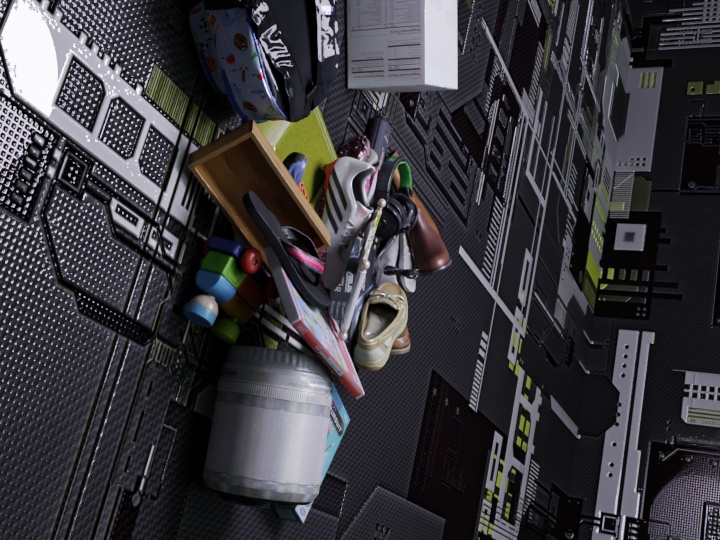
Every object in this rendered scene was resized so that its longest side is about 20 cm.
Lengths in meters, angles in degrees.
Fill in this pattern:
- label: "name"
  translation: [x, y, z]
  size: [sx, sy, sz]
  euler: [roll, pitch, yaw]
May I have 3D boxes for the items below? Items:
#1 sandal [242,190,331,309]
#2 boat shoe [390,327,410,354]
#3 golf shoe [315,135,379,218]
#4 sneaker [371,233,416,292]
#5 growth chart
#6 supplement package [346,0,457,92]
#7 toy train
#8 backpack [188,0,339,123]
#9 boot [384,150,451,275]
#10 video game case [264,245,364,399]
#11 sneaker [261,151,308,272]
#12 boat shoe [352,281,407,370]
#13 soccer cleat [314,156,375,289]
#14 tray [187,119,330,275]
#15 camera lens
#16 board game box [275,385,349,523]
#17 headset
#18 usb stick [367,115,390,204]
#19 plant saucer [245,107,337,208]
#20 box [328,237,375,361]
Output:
- label: "sandal"
  translation: [-0.084, -0.027, 1.183]
  size: [0.201, 0.045, 0.075]
  euler: [57, 6, -30]
- label: "boat shoe"
  translation: [0.045, 0.086, 1.573]
  size: [0.200, 0.071, 0.069]
  euler: [-116, -154, -72]
- label: "golf shoe"
  translation: [-0.012, -0.126, 1.483]
  size: [0.092, 0.072, 0.201]
  euler: [54, 46, -36]
- label: "sneaker"
  translation: [0.056, -0.017, 1.651]
  size: [0.201, 0.080, 0.077]
  euler: [-74, 142, -64]
- label: "growth chart"
  translation: [0.000, 0.000, 1.319]
  size: [0.201, 0.017, 0.146]
  euler: [-75, -179, -58]
- label: "supplement package"
  translation: [0.073, -0.413, 1.545]
  size: [0.151, 0.149, 0.203]
  euler: [-15, 106, -62]
- label: "toy train"
  translation: [-0.160, 0.051, 1.228]
  size: [0.117, 0.084, 0.200]
  euler: [-62, 147, -19]
- label: "backpack"
  translation: [-0.122, -0.290, 1.181]
  size: [0.200, 0.152, 0.193]
  euler: [-41, 121, -46]
- label: "boot"
  translation: [0.100, -0.107, 1.627]
  size: [0.189, 0.068, 0.202]
  euler: [-84, 153, -63]
- label: "video game case"
  translation: [-0.061, 0.071, 1.218]
  size: [0.200, 0.017, 0.144]
  euler: [54, 8, -46]
- label: "sneaker"
  translation: [-0.092, -0.079, 1.273]
  size: [0.076, 0.077, 0.202]
  euler: [-78, 180, -49]
- label: "boat shoe"
  translation: [0.034, 0.076, 1.471]
  size: [0.201, 0.072, 0.064]
  euler: [-61, 160, -50]
- label: "soccer cleat"
  translation: [-0.023, -0.071, 1.363]
  size: [0.068, 0.084, 0.203]
  euler: [8, 90, -57]
- label: "tray"
  translation: [-0.130, -0.093, 1.195]
  size: [0.201, 0.098, 0.037]
  euler: [56, 17, -34]
- label: "camera lens"
  translation: [-0.123, 0.213, 1.222]
  size: [0.160, 0.158, 0.203]
  euler: [26, 70, -61]
- label: "board game box"
  translation: [-0.092, 0.264, 1.410]
  size: [0.201, 0.046, 0.152]
  euler: [-62, 144, -39]
- label: "headset"
  translation: [0.066, -0.089, 1.520]
  size: [0.123, 0.093, 0.203]
  euler: [-21, 119, -65]
- label: "usb stick"
  translation: [0.018, -0.177, 1.591]
  size: [0.055, 0.032, 0.203]
  euler: [44, 54, -55]
- label: "plant saucer"
  translation: [-0.096, -0.170, 1.353]
  size: [0.201, 0.047, 0.201]
  euler: [-63, 145, -39]
- label: "box"
  translation: [-0.016, 0.053, 1.493]
  size: [0.160, 0.043, 0.203]
  euler: [35, 60, -78]
